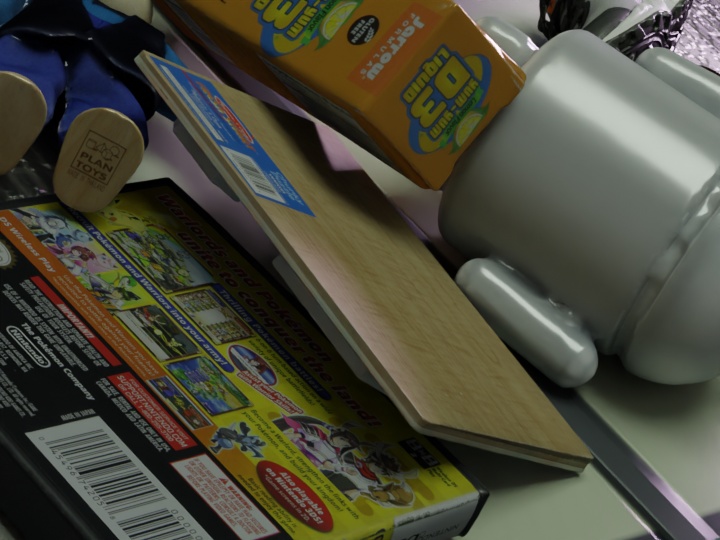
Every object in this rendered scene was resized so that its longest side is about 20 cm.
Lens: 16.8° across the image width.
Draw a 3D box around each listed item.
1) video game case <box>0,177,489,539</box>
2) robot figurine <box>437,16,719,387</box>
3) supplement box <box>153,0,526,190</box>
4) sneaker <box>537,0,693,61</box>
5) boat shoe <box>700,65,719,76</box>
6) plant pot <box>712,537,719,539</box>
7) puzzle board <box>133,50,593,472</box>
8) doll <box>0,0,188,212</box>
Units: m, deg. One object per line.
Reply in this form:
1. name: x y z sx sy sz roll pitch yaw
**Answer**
1. video game case: -0.077 0.042 0.889 0.180 0.026 0.200 -12 47 -48
2. robot figurine: 0.114 -0.027 1.067 0.200 0.113 0.170 36 70 13
3. supplement box: -0.021 -0.110 1.062 0.200 0.067 0.069 35 -8 43
4. sneaker: 0.123 -0.123 1.279 0.079 0.074 0.200 22 23 7
5. boat shoe: 0.200 -0.053 1.221 0.072 0.072 0.200 18 32 -18
6. plant pot: 0.128 0.172 0.725 0.200 0.161 0.201 20 31 -13
7. puzzle board: 0.000 0.000 0.973 0.200 0.017 0.151 52 17 27
8. doll: -0.113 -0.081 1.016 0.136 0.049 0.200 21 21 -8
